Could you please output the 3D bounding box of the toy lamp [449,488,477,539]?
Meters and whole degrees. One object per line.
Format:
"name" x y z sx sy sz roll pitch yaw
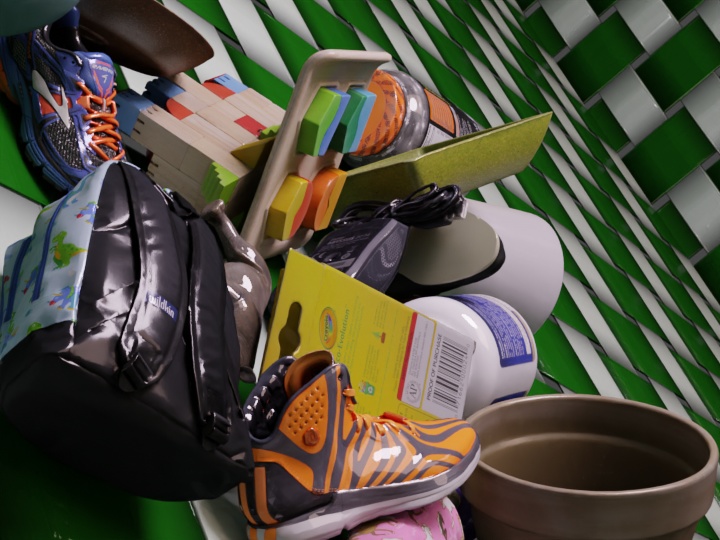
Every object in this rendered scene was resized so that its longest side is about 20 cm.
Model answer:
"toy lamp" 0.022 0.144 1.245 0.200 0.058 0.058 43 18 -31

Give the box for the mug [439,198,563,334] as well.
"mug" 0.092 -0.005 1.657 0.152 0.185 0.151 20 65 -43

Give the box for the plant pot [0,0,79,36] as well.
"plant pot" -0.271 -0.256 1.121 0.201 0.200 0.161 59 11 27

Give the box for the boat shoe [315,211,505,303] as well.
"boat shoe" 0.051 -0.010 1.430 0.063 0.200 0.074 33 61 -42

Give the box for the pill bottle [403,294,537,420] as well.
"pill bottle" 0.073 0.082 1.392 0.120 0.119 0.200 54 17 13

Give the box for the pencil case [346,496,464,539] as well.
"pencil case" 0.021 0.209 1.060 0.082 0.087 0.200 18 18 4

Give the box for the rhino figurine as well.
"rhino figurine" -0.103 0.032 1.150 0.088 0.059 0.201 54 17 -24

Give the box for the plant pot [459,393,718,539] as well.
"plant pot" 0.169 0.209 1.229 0.200 0.198 0.175 -65 157 -71

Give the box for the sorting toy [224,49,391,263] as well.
"sorting toy" -0.039 -0.091 1.338 0.036 0.201 0.185 28 14 11

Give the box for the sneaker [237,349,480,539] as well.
"sneaker" 0.002 0.104 1.063 0.199 0.077 0.113 -16 102 -42

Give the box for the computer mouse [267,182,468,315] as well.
"computer mouse" 0.000 0.000 1.352 0.200 0.138 0.053 -45 117 -42

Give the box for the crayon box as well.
"crayon box" -0.007 0.077 1.150 0.199 0.051 0.128 29 65 -40

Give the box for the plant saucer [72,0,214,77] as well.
"plant saucer" -0.214 -0.205 1.286 0.199 0.037 0.200 27 -6 3

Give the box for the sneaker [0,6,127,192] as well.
"sneaker" -0.209 -0.122 1.170 0.201 0.078 0.075 57 19 21

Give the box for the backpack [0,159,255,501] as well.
"backpack" -0.144 0.027 0.953 0.163 0.153 0.202 35 44 -35

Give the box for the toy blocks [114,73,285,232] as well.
"toy blocks" -0.130 -0.114 1.342 0.136 0.100 0.200 34 28 11

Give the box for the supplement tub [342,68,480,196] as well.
"supplement tub" 0.049 -0.153 1.818 0.199 0.122 0.123 24 30 -55

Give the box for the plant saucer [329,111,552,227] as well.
"plant saucer" 0.058 -0.090 1.525 0.199 0.199 0.048 -21 96 -39
